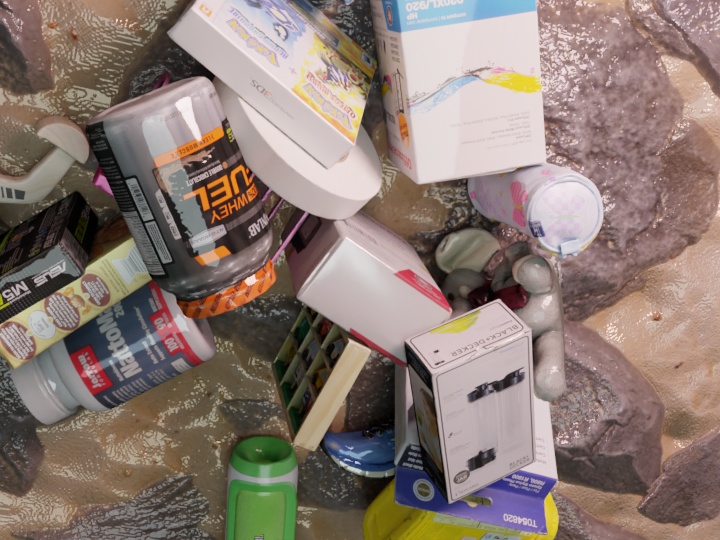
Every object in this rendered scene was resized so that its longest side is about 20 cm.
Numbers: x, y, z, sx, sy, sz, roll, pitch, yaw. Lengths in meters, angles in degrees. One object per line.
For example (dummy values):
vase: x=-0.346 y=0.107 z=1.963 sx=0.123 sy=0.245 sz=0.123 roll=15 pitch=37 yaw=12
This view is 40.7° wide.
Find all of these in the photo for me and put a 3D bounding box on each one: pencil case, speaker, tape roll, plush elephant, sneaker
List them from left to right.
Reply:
speaker: x=-0.123 y=0.309 z=1.188 sx=0.088 sy=0.088 sz=0.200 roll=1 pitch=108 yaw=-11
tape roll: x=-0.062 y=-0.141 z=0.990 sx=0.203 sy=0.203 sz=0.037 roll=39 pitch=120 yaw=-19
sneaker: x=0.045 y=0.202 z=1.196 sx=0.200 sy=0.079 sz=0.089 roll=1 pitch=101 yaw=-20
plush elephant: x=0.152 y=0.040 z=1.119 sx=0.155 sy=0.200 sz=0.165 roll=-7 pitch=111 yaw=16
pencil case: x=0.186 y=-0.078 z=1.055 sx=0.083 sy=0.200 sz=0.091 roll=-27 pitch=111 yaw=-6

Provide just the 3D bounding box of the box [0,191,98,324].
box: x=-0.364 y=0.006 z=0.980 sx=0.193 sy=0.200 sz=0.048 roll=-33 pitch=112 yaw=1

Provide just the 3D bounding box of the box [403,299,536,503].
box: x=0.119 y=0.139 z=1.013 sx=0.117 sy=0.060 sz=0.200 roll=-23 pitch=130 yaw=-14

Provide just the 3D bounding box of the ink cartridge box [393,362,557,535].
ink cartridge box: x=0.136 y=0.196 z=1.145 sx=0.199 sy=0.200 sz=0.041 roll=15 pitch=139 yaw=-16

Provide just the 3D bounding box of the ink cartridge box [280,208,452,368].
ink cartridge box: x=0.000 y=0.000 z=1.046 sx=0.148 sy=0.200 sz=0.086 roll=33 pitch=100 yaw=-19

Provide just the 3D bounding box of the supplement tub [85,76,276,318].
supplement tub: x=-0.157 y=-0.065 z=0.889 sx=0.122 sy=0.123 sz=0.200 roll=-22 pitch=108 yaw=-3

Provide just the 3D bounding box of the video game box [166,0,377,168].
video game box: x=-0.078 y=-0.221 z=0.969 sx=0.200 sy=0.182 sz=0.047 roll=38 pitch=127 yaw=-20

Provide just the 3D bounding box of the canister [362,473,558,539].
canister: x=0.121 y=0.310 z=1.194 sx=0.200 sy=0.087 sz=0.149 roll=17 pitch=128 yaw=-30

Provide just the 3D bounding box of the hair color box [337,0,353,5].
hair color box: x=-0.063 y=-0.363 z=0.967 sx=0.061 sy=0.100 sz=0.200 roll=-41 pitch=110 yaw=6

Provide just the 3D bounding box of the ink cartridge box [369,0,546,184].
ink cartridge box: x=0.100 y=-0.209 z=1.023 sx=0.145 sy=0.147 sz=0.200 roll=-11 pitch=109 yaw=-7

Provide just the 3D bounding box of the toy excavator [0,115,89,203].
toy excavator: x=-0.400 y=-0.078 z=1.013 sx=0.200 sy=0.100 sz=0.195 roll=7 pitch=109 yaw=-27

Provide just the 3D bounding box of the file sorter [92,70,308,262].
file sorter: x=-0.156 y=-0.101 z=1.017 sx=0.200 sy=0.139 sz=0.125 roll=33 pitch=98 yaw=-19

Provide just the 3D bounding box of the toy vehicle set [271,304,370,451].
toy vehicle set: x=-0.049 y=0.098 z=1.070 sx=0.026 sy=0.200 sz=0.124 roll=25 pitch=101 yaw=-18

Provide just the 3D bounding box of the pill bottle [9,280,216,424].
pill bottle: x=-0.272 y=0.086 z=1.066 sx=0.200 sy=0.120 sz=0.120 roll=-27 pitch=111 yaw=-1

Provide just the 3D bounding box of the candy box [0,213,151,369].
candy box: x=-0.296 y=0.012 z=1.018 sx=0.200 sy=0.115 sz=0.055 roll=-34 pitch=113 yaw=-12
